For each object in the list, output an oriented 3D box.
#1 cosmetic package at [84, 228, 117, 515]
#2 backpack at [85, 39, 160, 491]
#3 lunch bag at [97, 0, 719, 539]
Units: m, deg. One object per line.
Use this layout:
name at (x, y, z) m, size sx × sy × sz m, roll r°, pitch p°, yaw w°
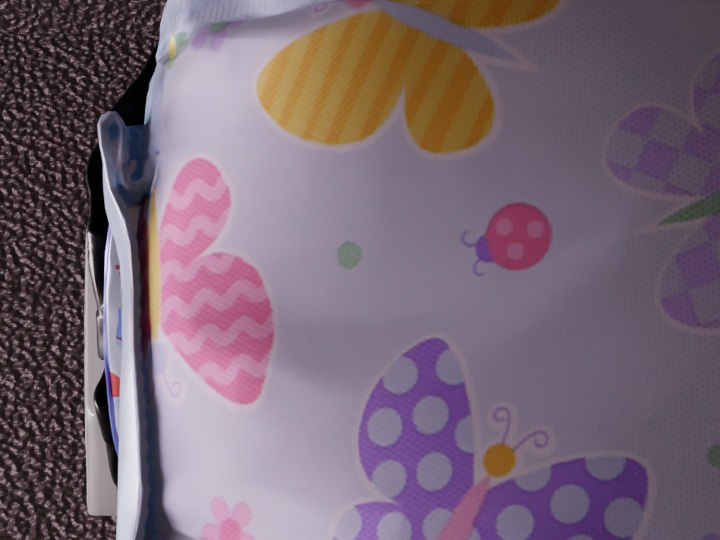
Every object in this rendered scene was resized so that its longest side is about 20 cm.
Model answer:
cosmetic package at (-0.103, 0.074, 2.135) m, size 0.165 × 0.199 × 0.166 m, roll 98°, pitch 170°, yaw -59°
backpack at (0.000, 0.000, 0.950) m, size 0.190 × 0.153 × 0.201 m, roll -41°, pitch -45°, yaw -38°
lunch bag at (0.063, 0.040, 0.417) m, size 0.127 × 0.199 × 0.171 m, roll 109°, pitch 159°, yaw -73°
